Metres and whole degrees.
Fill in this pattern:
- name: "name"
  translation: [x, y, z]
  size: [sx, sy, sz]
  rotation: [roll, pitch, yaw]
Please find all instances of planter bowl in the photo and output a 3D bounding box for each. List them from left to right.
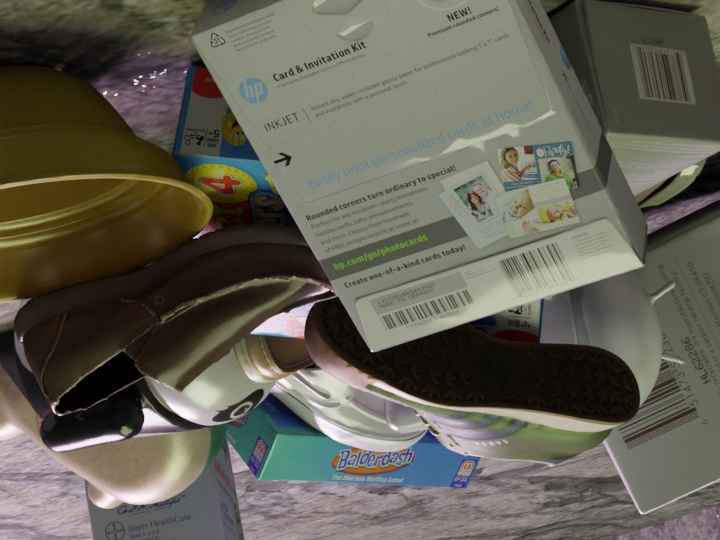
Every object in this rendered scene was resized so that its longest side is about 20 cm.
- name: "planter bowl"
  translation: [-0.180, -0.050, 1.104]
  size: [0.199, 0.084, 0.200]
  rotation: [-12, 165, -3]

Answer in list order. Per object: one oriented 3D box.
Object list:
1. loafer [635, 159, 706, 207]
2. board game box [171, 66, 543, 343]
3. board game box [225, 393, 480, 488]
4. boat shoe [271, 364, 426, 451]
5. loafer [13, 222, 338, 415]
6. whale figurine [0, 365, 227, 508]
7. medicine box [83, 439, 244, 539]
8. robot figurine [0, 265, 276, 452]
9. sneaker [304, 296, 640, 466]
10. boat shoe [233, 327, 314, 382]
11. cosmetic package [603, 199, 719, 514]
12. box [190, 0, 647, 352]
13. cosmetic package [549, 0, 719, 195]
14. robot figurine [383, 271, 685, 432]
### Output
- name: "loafer"
  translation: [0.151, -0.056, 1.421]
  size: [0.063, 0.072, 0.200]
  rotation: [12, 151, -23]
- name: "board game box"
  translation: [0.006, -0.028, 1.196]
  size: [0.195, 0.056, 0.200]
  rotation: [4, 151, 6]
- name: "board game box"
  translation: [-0.024, 0.105, 1.659]
  size: [0.199, 0.152, 0.045]
  rotation: [6, 118, -37]
- name: "boat shoe"
  translation: [-0.027, 0.066, 1.550]
  size: [0.199, 0.074, 0.065]
  rotation: [27, 146, -18]
- name: "loafer"
  translation: [-0.092, 0.032, 1.164]
  size: [0.199, 0.071, 0.073]
  rotation: [-19, 158, 23]
- name: "whale figurine"
  translation: [-0.181, 0.089, 1.544]
  size: [0.199, 0.160, 0.104]
  rotation: [4, -157, 32]
- name: "medicine box"
  translation: [-0.157, 0.179, 1.740]
  size: [0.102, 0.201, 0.182]
  rotation: [-11, 165, 1]
- name: "robot figurine"
  translation: [-0.138, 0.046, 1.379]
  size: [0.199, 0.151, 0.124]
  rotation: [-10, 162, 38]
- name: "sneaker"
  translation: [0.052, 0.071, 1.230]
  size: [0.199, 0.067, 0.090]
  rotation: [14, 145, -17]
- name: "boat shoe"
  translation: [0.000, 0.000, 1.336]
  size: [0.066, 0.074, 0.200]
  rotation: [-2, -148, 45]
- name: "cosmetic package"
  translation: [0.244, 0.050, 1.538]
  size: [0.166, 0.168, 0.200]
  rotation: [-27, 180, 14]
- name: "box"
  translation: [0.031, -0.067, 1.058]
  size: [0.155, 0.041, 0.201]
  rotation: [-19, 120, 22]
- name: "cosmetic package"
  translation: [0.106, -0.076, 1.254]
  size: [0.106, 0.091, 0.200]
  rotation: [1, 163, -40]
- name: "robot figurine"
  translation: [0.108, 0.051, 1.398]
  size: [0.199, 0.113, 0.170]
  rotation: [-10, 143, 6]
